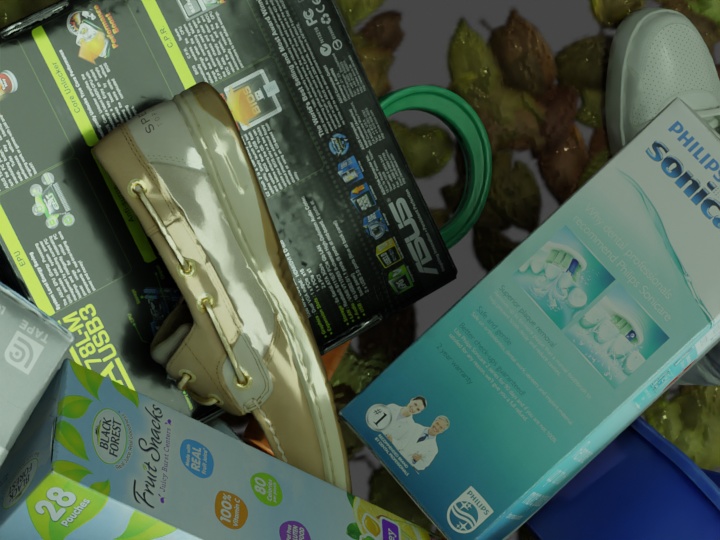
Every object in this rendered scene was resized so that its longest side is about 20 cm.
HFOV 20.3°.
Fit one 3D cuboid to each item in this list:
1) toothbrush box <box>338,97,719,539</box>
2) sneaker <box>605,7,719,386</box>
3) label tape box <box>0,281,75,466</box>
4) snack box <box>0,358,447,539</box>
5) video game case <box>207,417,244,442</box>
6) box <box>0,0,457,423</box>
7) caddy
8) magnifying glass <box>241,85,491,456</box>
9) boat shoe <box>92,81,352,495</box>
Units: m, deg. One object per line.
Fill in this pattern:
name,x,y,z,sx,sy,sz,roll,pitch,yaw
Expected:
toothbrush box,0.099,0.030,0.905,0.200,0.146,0.085,-44,78,2
sneaker,0.187,-0.038,1.023,0.073,0.115,0.202,-12,96,-23
label tape box,-0.204,0.095,0.816,0.066,0.143,0.201,32,78,-18
snack box,-0.084,0.146,0.852,0.199,0.169,0.068,28,36,-22
video game case,-0.052,0.190,0.967,0.143,0.017,0.200,-48,110,-16
box,-0.078,-0.040,0.920,0.192,0.047,0.201,-29,101,-16
caddy,0.161,0.142,0.978,0.105,0.200,0.142,-38,110,-3
magnifying glass,0.000,0.000,0.986,0.079,0.022,0.201,34,76,-22
boat shoe,-0.060,0.022,0.873,0.069,0.074,0.201,-21,102,-5
